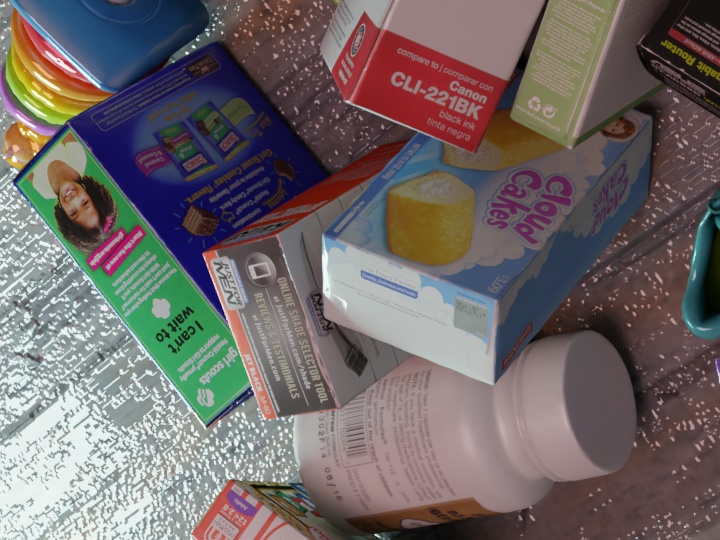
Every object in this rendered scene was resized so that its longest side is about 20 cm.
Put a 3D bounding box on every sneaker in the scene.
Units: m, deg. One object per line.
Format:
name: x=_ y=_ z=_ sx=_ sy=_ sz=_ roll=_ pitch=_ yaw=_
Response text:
sneaker: x=0.237 y=-0.045 z=1.390 sx=0.077 sy=0.080 sz=0.201 roll=26 pitch=120 yaw=20

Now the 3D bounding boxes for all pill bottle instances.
pill bottle: x=0.067 y=0.099 z=1.530 sx=0.199 sy=0.114 sz=0.115 roll=-14 pitch=102 yaw=34

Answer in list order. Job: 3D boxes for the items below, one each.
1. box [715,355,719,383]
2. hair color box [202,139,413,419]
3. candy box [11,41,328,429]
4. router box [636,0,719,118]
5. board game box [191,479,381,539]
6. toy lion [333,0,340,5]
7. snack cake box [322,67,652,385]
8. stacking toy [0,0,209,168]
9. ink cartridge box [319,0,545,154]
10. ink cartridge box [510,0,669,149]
box: x=0.314 y=0.035 z=1.341 sx=0.199 sy=0.137 sz=0.039 roll=-6 pitch=106 yaw=33
hair color box: x=0.000 y=0.000 z=1.476 sx=0.064 sy=0.200 sz=0.111 roll=-12 pitch=103 yaw=36
candy box: x=-0.093 y=-0.026 z=1.541 sx=0.200 sy=0.169 sz=0.077 roll=50 pitch=129 yaw=4
router box: x=0.272 y=-0.124 z=1.304 sx=0.200 sy=0.062 sz=0.150 roll=34 pitch=88 yaw=16
board game box: x=-0.013 y=0.197 z=1.570 sx=0.151 sy=0.200 sz=0.046 roll=36 pitch=92 yaw=14
toy lion: x=0.011 y=-0.236 z=1.462 sx=0.200 sy=0.069 sz=0.192 roll=43 pitch=115 yaw=4
snack cake box: x=0.076 y=-0.032 z=1.413 sx=0.115 sy=0.200 sz=0.067 roll=20 pitch=134 yaw=23
stacking toy: x=-0.198 y=-0.131 z=1.618 sx=0.110 sy=0.116 sz=0.200 roll=44 pitch=139 yaw=4
ink cartridge box: x=0.059 y=-0.185 z=1.359 sx=0.083 sy=0.144 sz=0.201 roll=21 pitch=103 yaw=-13
ink cartridge box: x=0.162 y=-0.178 z=1.340 sx=0.048 sy=0.145 sz=0.201 roll=29 pitch=122 yaw=20
